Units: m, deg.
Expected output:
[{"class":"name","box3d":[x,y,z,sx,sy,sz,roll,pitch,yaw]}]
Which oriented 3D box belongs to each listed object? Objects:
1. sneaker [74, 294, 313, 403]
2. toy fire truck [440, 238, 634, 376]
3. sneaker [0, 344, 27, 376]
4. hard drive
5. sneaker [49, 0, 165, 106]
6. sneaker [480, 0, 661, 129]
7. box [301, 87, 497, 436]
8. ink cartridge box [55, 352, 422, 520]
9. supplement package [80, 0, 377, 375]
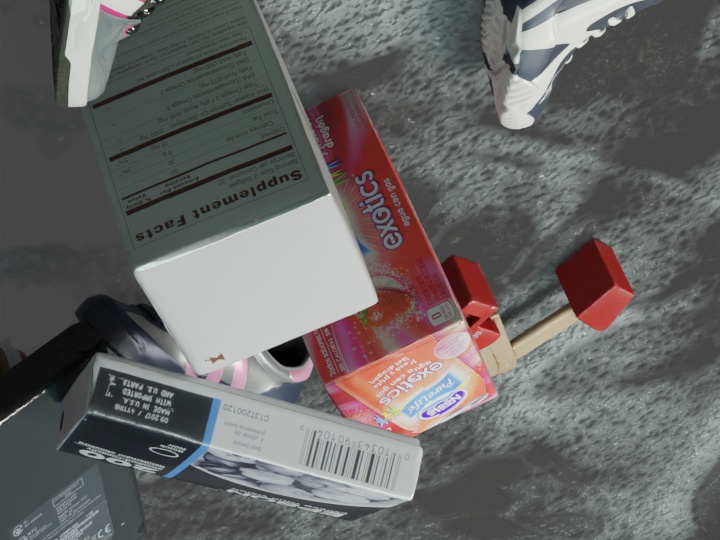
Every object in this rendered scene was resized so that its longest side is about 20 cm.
[{"class":"sneaker","box3d":[-0.111,0.045,1.477,0.200,0.070,0.082,31,97,-46]},{"class":"toy fire truck","box3d":[0.088,0.046,1.579,0.141,0.049,0.200,18,129,-42]},{"class":"sneaker","box3d":[-0.223,0.115,1.489,0.112,0.071,0.200,-1,146,-22]},{"class":"hard drive","box3d":[-0.214,0.146,1.428,0.140,0.033,0.200,-37,142,-29]},{"class":"sneaker","box3d":[-0.088,-0.158,1.054,0.121,0.084,0.200,3,139,-16]},{"class":"sneaker","box3d":[0.148,-0.168,1.303,0.129,0.080,0.199,-4,131,-10]},{"class":"box","box3d":[0.000,0.000,1.343,0.095,0.200,0.103,-26,146,2]},{"class":"ink cartridge box","box3d":[-0.083,0.108,1.296,0.198,0.043,0.200,16,166,-11]},{"class":"supplement package","box3d":[-0.084,-0.064,1.216,0.117,0.200,0.117,-22,145,1]}]
